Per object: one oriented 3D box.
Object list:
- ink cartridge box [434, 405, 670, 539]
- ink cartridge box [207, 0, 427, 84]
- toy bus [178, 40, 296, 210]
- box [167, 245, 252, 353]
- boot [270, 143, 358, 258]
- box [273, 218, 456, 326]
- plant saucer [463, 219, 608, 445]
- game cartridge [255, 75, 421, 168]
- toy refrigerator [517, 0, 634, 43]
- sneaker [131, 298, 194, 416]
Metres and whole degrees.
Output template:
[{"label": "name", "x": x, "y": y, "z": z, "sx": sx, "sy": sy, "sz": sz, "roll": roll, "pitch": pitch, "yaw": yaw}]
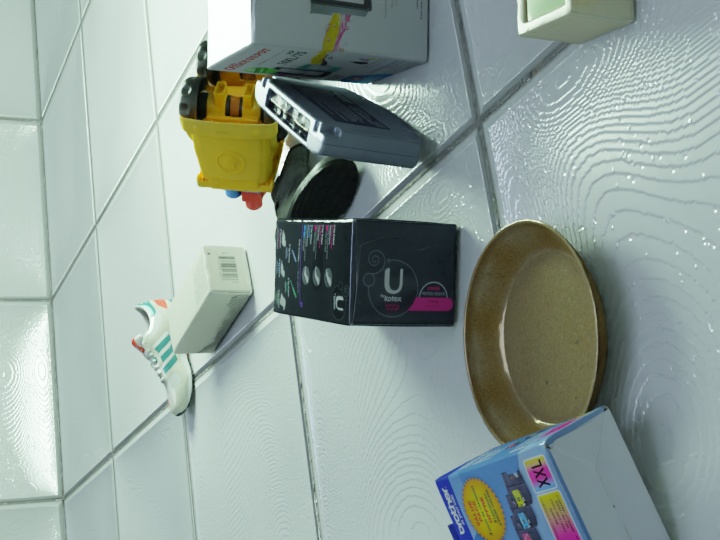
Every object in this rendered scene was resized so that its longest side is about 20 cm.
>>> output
[{"label": "ink cartridge box", "x": 0.143, "y": 0.204, "z": 0.922, "sx": 0.138, "sy": 0.076, "sz": 0.200, "roll": 66, "pitch": 150, "yaw": 8}, {"label": "ink cartridge box", "x": -0.049, "y": -0.288, "z": 1.225, "sx": 0.146, "sy": 0.198, "sz": 0.148, "roll": -3, "pitch": 87, "yaw": 64}, {"label": "toy bus", "x": -0.147, "y": -0.186, "z": 1.501, "sx": 0.201, "sy": 0.134, "sz": 0.193, "roll": -80, "pitch": -9, "yaw": -45}, {"label": "box", "x": -0.228, "y": 0.046, "z": 1.731, "sx": 0.200, "sy": 0.068, "sz": 0.083, "roll": 129, "pitch": 135, "yaw": -52}, {"label": "boot", "x": -0.069, "y": -0.108, "z": 1.420, "sx": 0.200, "sy": 0.067, "sz": 0.132, "roll": 124, "pitch": 144, "yaw": -46}, {"label": "box", "x": 0.000, "y": 0.000, "z": 1.204, "sx": 0.199, "sy": 0.121, "sz": 0.108, "roll": 4, "pitch": 93, "yaw": 64}, {"label": "plant saucer", "x": 0.153, "y": 0.058, "z": 0.986, "sx": 0.200, "sy": 0.035, "sz": 0.203, "roll": 178, "pitch": 92, "yaw": -64}, {"label": "game cartridge", "x": -0.020, "y": -0.159, "z": 1.237, "sx": 0.200, "sy": 0.132, "sz": 0.041, "roll": 46, "pitch": 129, "yaw": 55}, {"label": "toy refrigerator", "x": 0.167, "y": -0.293, "z": 0.930, "sx": 0.076, "sy": 0.069, "sz": 0.203, "roll": -7, "pitch": 83, "yaw": 64}, {"label": "sneaker", "x": -0.333, "y": 0.143, "z": 1.913, "sx": 0.070, "sy": 0.092, "sz": 0.202, "roll": -34, "pitch": 59, "yaw": 59}]
